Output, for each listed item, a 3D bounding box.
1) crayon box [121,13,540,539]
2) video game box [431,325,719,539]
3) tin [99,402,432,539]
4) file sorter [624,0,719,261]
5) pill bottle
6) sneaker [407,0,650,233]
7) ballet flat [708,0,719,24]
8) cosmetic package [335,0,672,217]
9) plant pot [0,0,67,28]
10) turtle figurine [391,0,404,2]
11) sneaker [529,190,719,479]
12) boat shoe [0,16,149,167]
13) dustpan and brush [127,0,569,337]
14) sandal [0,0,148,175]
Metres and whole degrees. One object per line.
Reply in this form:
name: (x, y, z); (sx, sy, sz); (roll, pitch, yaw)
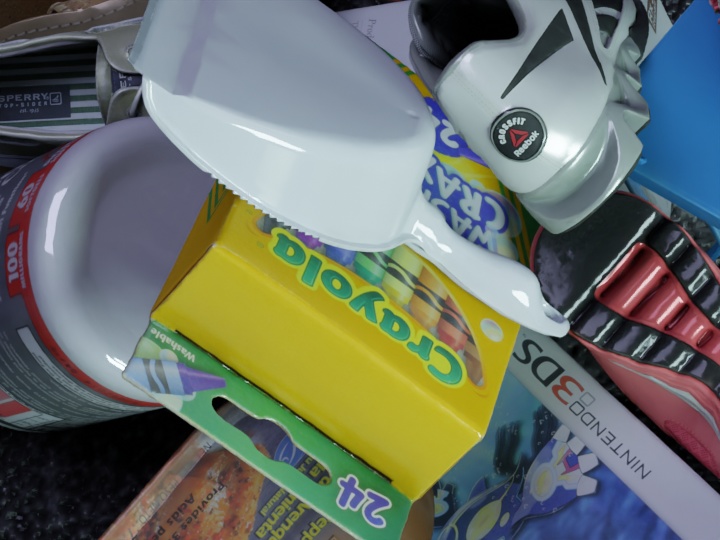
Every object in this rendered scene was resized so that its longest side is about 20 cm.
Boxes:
crayon box: (0.000, 0.000, 1.000); (0.052, 0.126, 0.200); (-46, 14, 38)
video game box: (0.034, 0.122, 1.043); (0.200, 0.047, 0.182); (-43, 48, -4)
tin: (-0.054, 0.132, 1.020); (0.200, 0.042, 0.112); (-48, 46, -9)
file sorter: (0.217, -0.031, 1.000); (0.200, 0.123, 0.139); (33, 78, 38)
pill bottle: (-0.122, 0.009, 1.104); (0.200, 0.116, 0.116); (-17, 45, 59)
sneaker: (0.060, -0.091, 1.004); (0.074, 0.088, 0.200); (-47, 13, 15)
ballet flat: (0.157, -0.129, 0.975); (0.075, 0.064, 0.201); (-25, 51, 11)
cosmetic package: (0.037, -0.063, 1.145); (0.199, 0.074, 0.102); (-5, 57, 22)
plant pot: (-0.234, -0.188, 1.280); (0.186, 0.200, 0.187); (-12, 56, 19)
turtle figurine: (-0.032, -0.160, 1.247); (0.199, 0.064, 0.162); (-1, 50, 39)
sneaker: (0.153, 0.047, 1.018); (0.074, 0.087, 0.200); (-45, 75, -1)
boat shoe: (-0.095, -0.074, 1.113); (0.199, 0.062, 0.072); (-7, 86, 17)
dustpan and brush: (0.001, -0.038, 0.961); (0.057, 0.199, 0.140); (-59, 11, 28)
sandal: (-0.103, -0.098, 1.186); (0.211, 0.070, 0.078); (-30, 88, 18)
